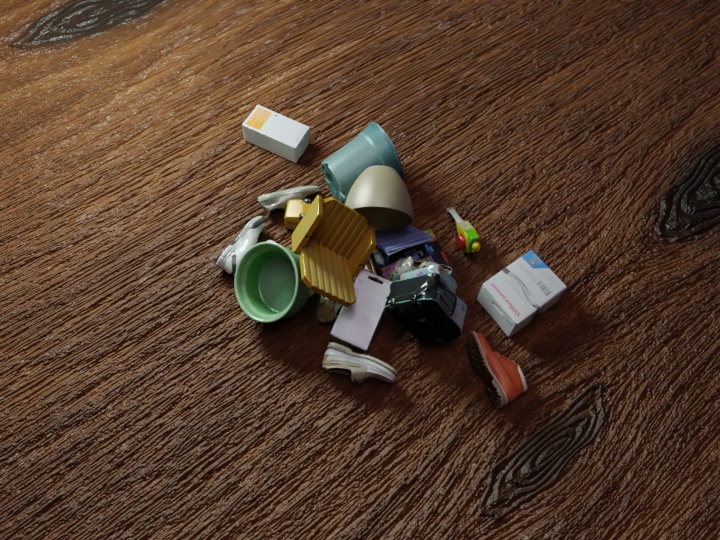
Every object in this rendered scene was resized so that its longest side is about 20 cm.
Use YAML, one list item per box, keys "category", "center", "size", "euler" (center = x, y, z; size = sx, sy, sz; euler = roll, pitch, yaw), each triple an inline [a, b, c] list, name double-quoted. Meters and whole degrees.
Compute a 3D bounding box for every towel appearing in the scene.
- category: "towel"
  center: [0.102, -0.089, 1.709]
  size: [0.141, 0.025, 0.200]
  euler: [-18, 21, -15]

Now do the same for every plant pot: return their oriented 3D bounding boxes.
- category: "plant pot"
  center: [-0.002, -0.301, 1.806]
  size: [0.193, 0.202, 0.202]
  euler: [-30, 64, -12]
- category: "plant pot"
  center: [0.052, -0.207, 1.680]
  size: [0.193, 0.201, 0.140]
  euler: [4, 77, -1]

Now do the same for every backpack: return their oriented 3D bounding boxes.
- category: "backpack"
  center: [0.179, 0.094, 1.568]
  size: [0.172, 0.201, 0.156]
  euler: [-18, 36, 38]

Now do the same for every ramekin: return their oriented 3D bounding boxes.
- category: "ramekin"
  center: [-0.223, 0.032, 1.590]
  size: [0.194, 0.097, 0.208]
  euler: [-1, 87, 24]

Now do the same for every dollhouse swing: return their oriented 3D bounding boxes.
- category: "dollhouse swing"
  center: [-0.054, -0.047, 1.547]
  size: [0.197, 0.184, 0.177]
  euler: [27, 19, -32]

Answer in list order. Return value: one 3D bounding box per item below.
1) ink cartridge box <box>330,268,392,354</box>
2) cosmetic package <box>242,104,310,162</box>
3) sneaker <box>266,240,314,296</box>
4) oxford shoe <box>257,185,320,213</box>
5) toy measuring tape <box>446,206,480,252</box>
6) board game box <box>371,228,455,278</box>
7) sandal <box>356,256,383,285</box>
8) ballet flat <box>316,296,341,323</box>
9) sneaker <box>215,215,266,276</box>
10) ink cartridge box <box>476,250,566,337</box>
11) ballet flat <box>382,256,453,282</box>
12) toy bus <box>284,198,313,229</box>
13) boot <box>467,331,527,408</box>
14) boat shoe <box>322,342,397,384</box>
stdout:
- category: "ink cartridge box"
  center: [0.007, 0.109, 1.620]
  size: [0.106, 0.051, 0.204]
  euler: [21, 67, 10]
- category: "cosmetic package"
  center: [-0.266, -0.434, 1.930]
  size: [0.195, 0.072, 0.103]
  euler: [24, 60, 10]
- category: "sneaker"
  center: [-0.190, -0.007, 1.689]
  size: [0.087, 0.076, 0.202]
  euler: [-26, 70, -31]
- category: "oxford shoe"
  center: [-0.210, -0.215, 1.814]
  size: [0.195, 0.075, 0.060]
  euler: [-18, 100, -23]
- category: "toy measuring tape"
  center: [0.301, -0.110, 1.790]
  size: [0.071, 0.075, 0.202]
  euler: [-14, 38, -12]
- category: "board game box"
  center: [0.144, -0.010, 1.711]
  size: [0.194, 0.057, 0.168]
  euler: [-19, 61, -14]
- category: "sandal"
  center: [0.001, -0.003, 1.685]
  size: [0.068, 0.078, 0.215]
  euler: [-20, 67, -22]
- category: "ballet flat"
  center: [-0.068, 0.048, 1.652]
  size: [0.063, 0.070, 0.206]
  euler: [-4, 63, 28]
- category: "sneaker"
  center: [-0.320, -0.066, 1.716]
  size: [0.079, 0.074, 0.202]
  euler: [34, 66, 0]
- category: "ink cartridge box"
  center: [0.439, 0.062, 1.669]
  size: [0.197, 0.085, 0.146]
  euler: [-30, 64, -21]
- category: "ballet flat"
  center: [0.157, -0.003, 1.634]
  size: [0.192, 0.072, 0.071]
  euler: [5, 60, 0]
- category: "toy bus"
  center: [-0.121, -0.153, 1.766]
  size: [0.193, 0.079, 0.067]
  euler: [8, 57, 1]
- category: "boot"
  center: [0.351, 0.241, 1.570]
  size: [0.104, 0.075, 0.204]
  euler: [-19, 70, -18]
- category: "boat shoe"
  center: [-0.004, 0.251, 1.541]
  size: [0.194, 0.075, 0.070]
  euler: [17, 65, 15]
